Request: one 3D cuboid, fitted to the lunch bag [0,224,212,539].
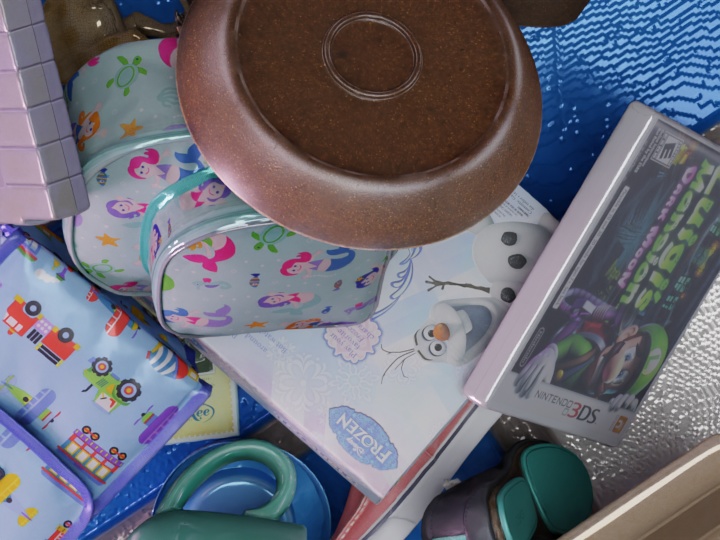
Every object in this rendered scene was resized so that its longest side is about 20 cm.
[{"bbox_3d":[-0.210,0.085,1.602,0.151,0.094,0.200,40,94,-18],"label":"lunch bag"}]

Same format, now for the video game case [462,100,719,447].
[{"bbox_3d":[0.160,0.007,1.674,0.023,0.182,0.200,34,97,32],"label":"video game case"}]

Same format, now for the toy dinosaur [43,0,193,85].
[{"bbox_3d":[-0.148,-0.135,1.661,0.101,0.058,0.200,-23,96,13],"label":"toy dinosaur"}]

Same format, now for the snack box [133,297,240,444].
[{"bbox_3d":[-0.175,0.052,1.667,0.200,0.037,0.116,-6,96,-20],"label":"snack box"}]

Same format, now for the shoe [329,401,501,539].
[{"bbox_3d":[0.017,0.101,1.700,0.091,0.071,0.200,40,79,-2],"label":"shoe"}]

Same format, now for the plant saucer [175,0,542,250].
[{"bbox_3d":[0.003,-0.106,1.463,0.200,0.034,0.201,5,63,-10],"label":"plant saucer"}]

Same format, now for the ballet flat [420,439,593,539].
[{"bbox_3d":[0.084,0.145,1.683,0.073,0.200,0.073,2,95,19],"label":"ballet flat"}]

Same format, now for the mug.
[{"bbox_3d":[-0.097,0.207,1.639,0.114,0.185,0.152,8,133,-3],"label":"mug"}]

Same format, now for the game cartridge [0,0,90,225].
[{"bbox_3d":[-0.225,-0.089,1.522,0.038,0.200,0.130,-27,109,-35],"label":"game cartridge"}]

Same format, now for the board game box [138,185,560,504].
[{"bbox_3d":[0.000,0.000,1.655,0.200,0.043,0.199,41,77,2],"label":"board game box"}]

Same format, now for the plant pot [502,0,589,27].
[{"bbox_3d":[0.105,-0.251,1.612,0.187,0.187,0.200,8,115,-9],"label":"plant pot"}]

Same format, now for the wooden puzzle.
[{"bbox_3d":[0.162,0.171,1.701,0.185,0.200,0.037,-34,69,0],"label":"wooden puzzle"}]

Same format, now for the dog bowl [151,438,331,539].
[{"bbox_3d":[-0.091,0.196,1.728,0.111,0.050,0.200,18,98,-10],"label":"dog bowl"}]

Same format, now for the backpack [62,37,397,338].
[{"bbox_3d":[-0.070,-0.050,1.538,0.200,0.178,0.151,1,60,-9],"label":"backpack"}]
